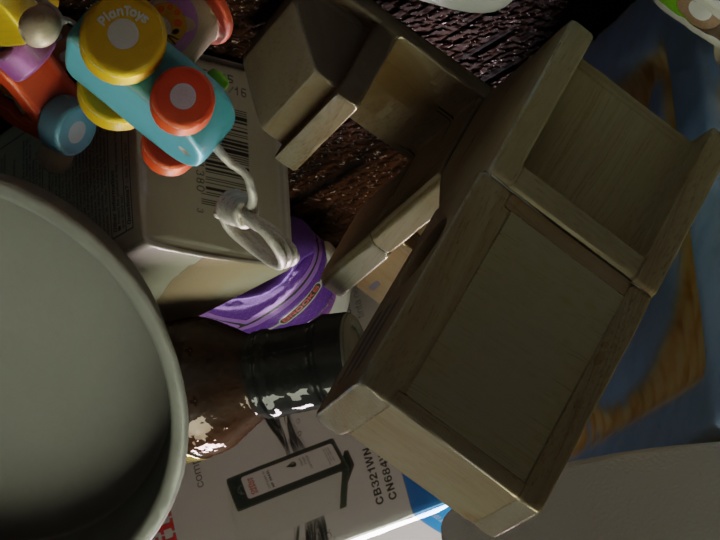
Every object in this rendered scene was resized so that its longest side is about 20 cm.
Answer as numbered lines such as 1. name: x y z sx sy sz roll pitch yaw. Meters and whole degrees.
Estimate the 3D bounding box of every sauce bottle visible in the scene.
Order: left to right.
1. sauce bottle: -0.094 0.055 1.094 0.199 0.065 0.065 -11 160 19

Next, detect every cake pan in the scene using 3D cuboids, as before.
1. cake pan: -0.162 0.045 1.027 0.199 0.202 0.037 -10 -159 17

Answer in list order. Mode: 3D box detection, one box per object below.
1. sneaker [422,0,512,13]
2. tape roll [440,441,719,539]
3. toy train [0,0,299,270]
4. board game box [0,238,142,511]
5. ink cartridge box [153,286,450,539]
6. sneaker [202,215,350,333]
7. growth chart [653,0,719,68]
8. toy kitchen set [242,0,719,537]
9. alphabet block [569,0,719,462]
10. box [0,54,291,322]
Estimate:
1. sneaker: 0.010 -0.141 0.836 0.199 0.074 0.115 -1 161 -38
2. tape roll: 0.136 0.160 1.015 0.201 0.140 0.203 -4 162 -1
3. toy train: -0.095 -0.078 0.942 0.199 0.056 0.150 26 161 40
4. board game box: -0.197 0.009 1.053 0.199 0.023 0.105 31 119 -1
5. ink cartridge box: -0.024 0.088 1.309 0.199 0.147 0.084 -22 156 16
6. sneaker: -0.107 0.009 1.259 0.199 0.081 0.084 -15 143 9
7. growth chart: 0.163 -0.099 0.900 0.200 0.018 0.145 40 152 -9
8. toy kitchen set: 0.000 0.000 0.972 0.163 0.181 0.200 36 151 -8
9. alphabet block: 0.194 -0.002 1.073 0.198 0.198 0.195 3 161 -20
10. box: -0.119 -0.018 1.116 0.077 0.096 0.200 10 158 -36
